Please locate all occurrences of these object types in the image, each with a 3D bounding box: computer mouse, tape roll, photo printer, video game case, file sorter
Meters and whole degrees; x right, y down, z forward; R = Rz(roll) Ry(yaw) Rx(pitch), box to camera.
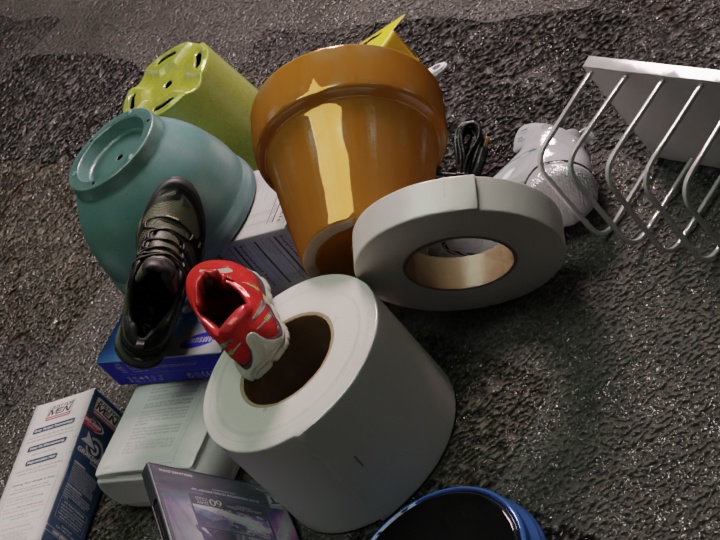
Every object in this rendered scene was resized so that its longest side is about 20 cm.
[{"bbox_3d":[0.046,-0.111,1.778,0.199,0.044,0.111,4,73,40],"label":"computer mouse"},{"bbox_3d":[-0.029,0.123,1.550,0.201,0.139,0.204,-28,35,22],"label":"tape roll"},{"bbox_3d":[-0.175,0.147,1.737,0.165,0.070,0.201,-11,44,39],"label":"photo printer"},{"bbox_3d":[-0.115,0.250,1.504,0.019,0.142,0.200,-64,28,20],"label":"video game case"},{"bbox_3d":[0.276,-0.093,1.477,0.199,0.139,0.125,18,68,53],"label":"file sorter"},{"bbox_3d":[0.091,-0.022,1.530,0.201,0.202,0.037,-20,59,30],"label":"tape roll"}]

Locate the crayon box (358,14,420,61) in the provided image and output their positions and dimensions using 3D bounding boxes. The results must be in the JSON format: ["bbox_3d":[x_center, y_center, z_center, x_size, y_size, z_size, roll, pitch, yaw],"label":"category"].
[{"bbox_3d":[-0.013,-0.190,1.861,0.127,0.051,0.201,-23,28,51],"label":"crayon box"}]

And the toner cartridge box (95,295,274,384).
[{"bbox_3d":[-0.183,0.066,1.732,0.199,0.043,0.096,-8,48,42],"label":"toner cartridge box"}]

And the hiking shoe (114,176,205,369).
[{"bbox_3d":[-0.194,-0.004,1.664,0.101,0.075,0.202,138,144,-71],"label":"hiking shoe"}]

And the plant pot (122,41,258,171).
[{"bbox_3d":[-0.180,-0.166,1.985,0.199,0.184,0.202,-27,37,22],"label":"plant pot"}]

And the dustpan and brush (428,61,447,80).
[{"bbox_3d":[0.027,-0.171,1.887,0.199,0.057,0.140,-28,36,21],"label":"dustpan and brush"}]

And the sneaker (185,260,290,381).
[{"bbox_3d":[-0.126,0.025,1.556,0.077,0.085,0.200,-44,31,-3],"label":"sneaker"}]

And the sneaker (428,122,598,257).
[{"bbox_3d":[0.152,-0.074,1.645,0.199,0.075,0.115,-26,28,31],"label":"sneaker"}]

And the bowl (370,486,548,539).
[{"bbox_3d":[0.066,0.269,1.379,0.199,0.039,0.202,-27,37,23],"label":"bowl"}]

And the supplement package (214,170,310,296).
[{"bbox_3d":[-0.109,-0.034,1.832,0.199,0.110,0.114,-12,44,38],"label":"supplement package"}]

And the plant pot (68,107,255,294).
[{"bbox_3d":[-0.231,-0.090,1.800,0.199,0.134,0.201,-27,35,21],"label":"plant pot"}]

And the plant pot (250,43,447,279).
[{"bbox_3d":[-0.004,-0.088,1.636,0.199,0.200,0.185,-26,51,23],"label":"plant pot"}]

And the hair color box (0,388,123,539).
[{"bbox_3d":[-0.334,0.234,1.814,0.099,0.061,0.201,-18,41,33],"label":"hair color box"}]

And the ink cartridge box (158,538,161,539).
[{"bbox_3d":[-0.183,0.350,1.507,0.143,0.084,0.201,-29,35,22],"label":"ink cartridge box"}]
